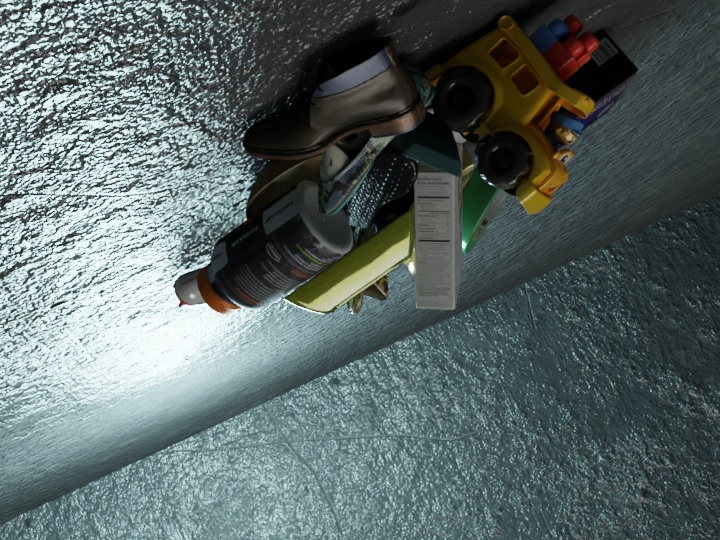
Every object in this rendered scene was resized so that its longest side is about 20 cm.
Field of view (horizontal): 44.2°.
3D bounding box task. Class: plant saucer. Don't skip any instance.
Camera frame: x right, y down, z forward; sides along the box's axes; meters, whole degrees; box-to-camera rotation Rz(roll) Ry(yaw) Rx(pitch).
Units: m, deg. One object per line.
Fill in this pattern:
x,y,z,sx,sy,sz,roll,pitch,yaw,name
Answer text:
-0.060,-0.123,1.127,0.200,0.036,0.200,-25,167,-6,plant saucer
0.000,0.000,1.208,0.199,0.048,0.200,-35,178,1,plant saucer
0.080,-0.155,1.024,0.200,0.070,0.019,-87,-161,-68,plant saucer

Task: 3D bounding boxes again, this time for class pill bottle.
-0.115,-0.019,1.114,0.200,0.107,0.106,-32,167,27,pill bottle

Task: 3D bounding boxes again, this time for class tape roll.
0.201,-0.123,1.415,0.201,0.048,0.201,-54,168,-17,tape roll

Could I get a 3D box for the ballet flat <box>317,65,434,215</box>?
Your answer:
-0.004,-0.151,0.998,0.200,0.074,0.074,-50,160,19,ballet flat

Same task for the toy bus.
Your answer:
0.199,-0.192,1.015,0.192,0.200,0.136,-37,167,15,toy bus

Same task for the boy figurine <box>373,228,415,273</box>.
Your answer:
0.066,-0.046,1.427,0.064,0.125,0.200,-30,-165,-5,boy figurine

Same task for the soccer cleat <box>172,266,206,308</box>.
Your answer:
-0.198,0.019,1.371,0.085,0.069,0.200,-30,164,36,soccer cleat

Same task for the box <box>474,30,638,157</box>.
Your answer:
0.265,-0.218,1.222,0.200,0.079,0.141,-36,172,-10,box

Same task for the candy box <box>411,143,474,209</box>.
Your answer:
0.117,-0.133,1.404,0.115,0.055,0.200,-26,168,0,candy box

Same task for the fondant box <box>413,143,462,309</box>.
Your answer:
0.111,-0.066,1.245,0.058,0.201,0.144,3,-156,10,fondant box

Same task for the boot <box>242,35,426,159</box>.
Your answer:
-0.040,-0.179,0.912,0.199,0.075,0.097,-12,135,12,boot

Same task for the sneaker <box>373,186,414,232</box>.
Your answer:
0.030,-0.111,1.253,0.074,0.083,0.200,-21,169,-6,sneaker

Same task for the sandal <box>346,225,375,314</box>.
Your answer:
0.015,-0.023,1.369,0.054,0.201,0.080,13,142,-2,sandal

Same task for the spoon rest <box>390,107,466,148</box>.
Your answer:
0.109,-0.192,1.176,0.200,0.061,0.099,-34,176,-39,spoon rest

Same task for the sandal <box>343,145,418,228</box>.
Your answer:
0.017,-0.115,1.108,0.048,0.075,0.200,-63,-170,-25,sandal

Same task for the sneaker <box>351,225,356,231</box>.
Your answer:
-0.032,-0.056,1.276,0.088,0.075,0.200,-39,172,10,sneaker

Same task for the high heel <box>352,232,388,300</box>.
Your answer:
-0.037,0.013,1.406,0.200,0.143,0.071,-32,177,-46,high heel
